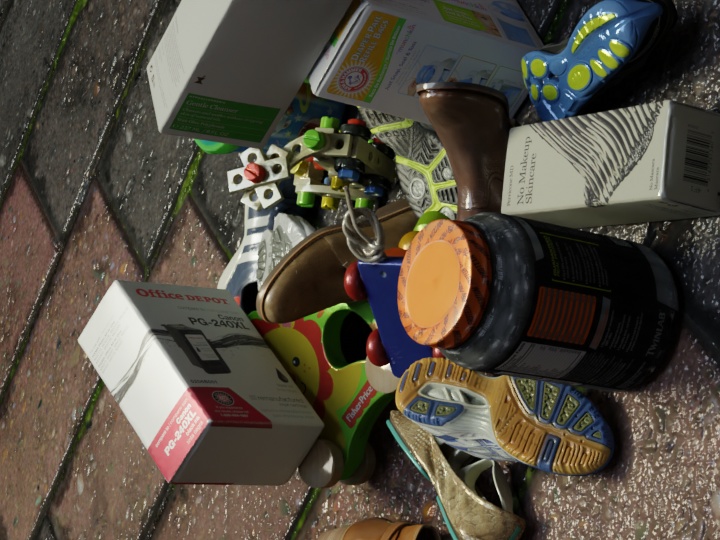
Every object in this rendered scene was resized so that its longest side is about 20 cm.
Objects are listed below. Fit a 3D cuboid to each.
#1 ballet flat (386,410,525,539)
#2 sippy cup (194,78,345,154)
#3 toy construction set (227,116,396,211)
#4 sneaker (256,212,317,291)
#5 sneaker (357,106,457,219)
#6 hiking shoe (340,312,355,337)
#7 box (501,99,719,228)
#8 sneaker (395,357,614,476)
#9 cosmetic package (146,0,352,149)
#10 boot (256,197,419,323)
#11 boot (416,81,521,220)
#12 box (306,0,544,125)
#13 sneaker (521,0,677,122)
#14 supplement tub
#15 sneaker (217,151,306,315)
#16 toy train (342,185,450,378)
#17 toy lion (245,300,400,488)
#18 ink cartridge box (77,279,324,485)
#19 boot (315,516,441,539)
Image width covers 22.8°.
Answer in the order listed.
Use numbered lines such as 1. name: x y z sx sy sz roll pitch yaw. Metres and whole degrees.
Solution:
1. ballet flat: 0.088 0.177 1.558 0.065 0.071 0.200 -41 45 7
2. sippy cup: -0.091 -0.177 1.859 0.178 0.130 0.140 43 116 53
3. toy construction set: -0.040 -0.102 1.724 0.131 0.200 0.092 5 94 25
4. sneaker: -0.042 -0.014 1.747 0.200 0.099 0.078 -178 92 -79
5. sneaker: 0.073 -0.110 1.644 0.075 0.076 0.200 -45 60 39
6. hiking shoe: -0.049 0.109 1.784 0.101 0.076 0.200 55 130 27
7. box: 0.201 -0.082 1.433 0.200 0.068 0.082 -6 75 56
8. sneaker: 0.129 0.126 1.488 0.200 0.088 0.075 18 73 34
9. cosmetic package: -0.096 -0.205 1.526 0.200 0.107 0.085 -55 39 43
10. boot: 0.000 0.000 1.627 0.075 0.200 0.074 45 154 41
11. boot: 0.093 -0.045 1.508 0.064 0.186 0.201 -1 75 29
12. box: 0.048 -0.204 1.583 0.101 0.200 0.113 -57 38 31
13. sneaker: 0.196 -0.172 1.472 0.071 0.083 0.200 67 154 7
14. supplement tub: 0.136 0.023 1.382 0.122 0.200 0.123 -24 61 53
15. sneaker: -0.085 -0.024 1.868 0.085 0.075 0.200 49 129 46
16. toy train: 0.045 -0.015 1.542 0.084 0.116 0.200 2 124 32
17. toy lion: -0.039 0.096 1.699 0.192 0.069 0.200 50 119 28
18. ink cartridge box: -0.151 0.103 1.670 0.200 0.145 0.083 52 120 35
19. boot: 0.011 0.323 1.616 0.155 0.074 0.201 -15 71 51
